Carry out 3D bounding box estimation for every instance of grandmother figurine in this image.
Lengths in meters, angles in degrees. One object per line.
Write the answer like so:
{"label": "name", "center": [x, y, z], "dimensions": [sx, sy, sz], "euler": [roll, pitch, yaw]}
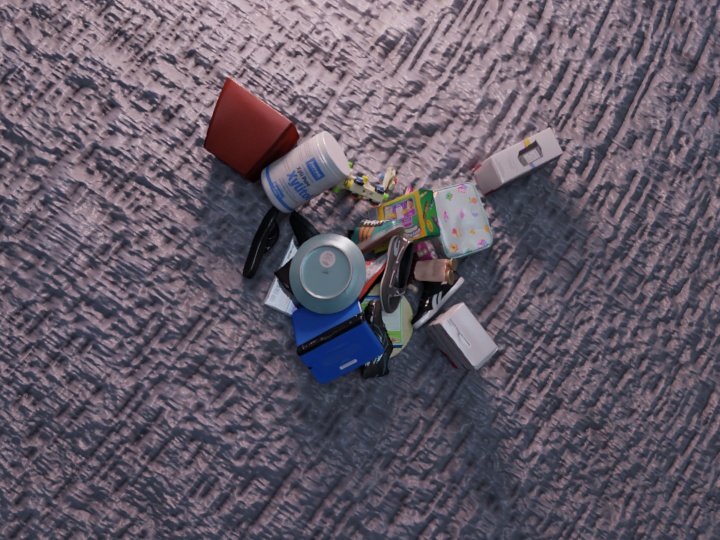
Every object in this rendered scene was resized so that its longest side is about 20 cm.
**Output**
{"label": "grandmother figurine", "center": [0.148, 0.003, 1.659], "dimensions": [0.197, 0.061, 0.123], "euler": [3, 55, 30]}

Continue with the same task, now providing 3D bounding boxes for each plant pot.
{"label": "plant pot", "center": [-0.290, -0.341, 1.630], "dimensions": [0.199, 0.200, 0.177], "euler": [35, 91, -2]}

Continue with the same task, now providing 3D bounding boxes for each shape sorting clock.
{"label": "shape sorting clock", "center": [0.042, 0.136, 1.677], "dimensions": [0.196, 0.039, 0.204], "euler": [0, 85, -4]}

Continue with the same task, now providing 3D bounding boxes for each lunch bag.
{"label": "lunch bag", "center": [0.269, -0.129, 1.728], "dimensions": [0.158, 0.077, 0.203], "euler": [-16, 85, -11]}

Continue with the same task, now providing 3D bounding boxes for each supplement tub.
{"label": "supplement tub", "center": [-0.140, -0.246, 1.606], "dimensions": [0.198, 0.132, 0.133], "euler": [-28, 86, 19]}

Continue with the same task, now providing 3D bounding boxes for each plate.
{"label": "plate", "center": [-0.084, 0.005, 1.565], "dimensions": [0.196, 0.026, 0.204], "euler": [-2, 79, 11]}

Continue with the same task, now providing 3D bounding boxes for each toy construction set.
{"label": "toy construction set", "center": [0.006, -0.233, 1.693], "dimensions": [0.196, 0.131, 0.094], "euler": [5, 113, -13]}

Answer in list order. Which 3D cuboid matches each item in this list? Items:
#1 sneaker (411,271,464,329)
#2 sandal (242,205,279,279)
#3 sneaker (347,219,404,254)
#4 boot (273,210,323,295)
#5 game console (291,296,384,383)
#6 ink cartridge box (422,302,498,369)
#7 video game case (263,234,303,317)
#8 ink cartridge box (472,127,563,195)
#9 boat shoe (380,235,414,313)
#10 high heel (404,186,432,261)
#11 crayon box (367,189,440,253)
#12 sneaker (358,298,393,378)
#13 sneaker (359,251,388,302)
{"label": "sneaker", "center": [0.176, 0.055, 1.694], "dimensions": [0.112, 0.073, 0.200], "euler": [45, 67, 4]}
{"label": "sandal", "center": [-0.250, -0.071, 1.660], "dimensions": [0.047, 0.075, 0.203], "euler": [23, 86, -29]}
{"label": "sneaker", "center": [0.029, -0.102, 1.639], "dimensions": [0.071, 0.199, 0.081], "euler": [-5, 75, -43]}
{"label": "boot", "center": [-0.157, -0.037, 1.636], "dimensions": [0.163, 0.073, 0.198], "euler": [-46, 74, 1]}
{"label": "game console", "center": [-0.059, 0.157, 1.601], "dimensions": [0.198, 0.119, 0.172], "euler": [-28, 111, 16]}
{"label": "ink cartridge box", "center": [0.251, 0.170, 1.620], "dimensions": [0.083, 0.200, 0.146], "euler": [-38, 89, -11]}
{"label": "video game case", "center": [-0.135, 0.034, 1.677], "dimensions": [0.180, 0.024, 0.203], "euler": [24, 79, -4]}
{"label": "ink cartridge box", "center": [0.426, -0.294, 1.737], "dimensions": [0.198, 0.148, 0.087], "euler": [-28, 88, -12]}
{"label": "boat shoe", "center": [0.094, 0.014, 1.590], "dimensions": [0.066, 0.056, 0.204], "euler": [-5, 106, -48]}
{"label": "high heel", "center": [0.154, -0.122, 1.711], "dimensions": [0.094, 0.067, 0.204], "euler": [4, 86, 3]}
{"label": "crayon box", "center": [0.109, -0.123, 1.645], "dimensions": [0.058, 0.199, 0.121], "euler": [-4, 81, -42]}
{"label": "sneaker", "center": [0.042, 0.175, 1.628], "dimensions": [0.078, 0.075, 0.204], "euler": [5, 91, -17]}
{"label": "sneaker", "center": [0.000, 0.000, 1.640], "dimensions": [0.108, 0.067, 0.202], "euler": [39, 86, 14]}
